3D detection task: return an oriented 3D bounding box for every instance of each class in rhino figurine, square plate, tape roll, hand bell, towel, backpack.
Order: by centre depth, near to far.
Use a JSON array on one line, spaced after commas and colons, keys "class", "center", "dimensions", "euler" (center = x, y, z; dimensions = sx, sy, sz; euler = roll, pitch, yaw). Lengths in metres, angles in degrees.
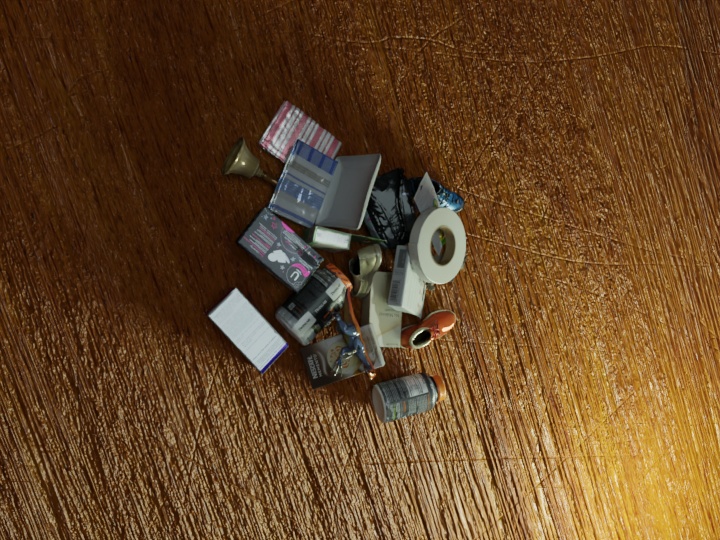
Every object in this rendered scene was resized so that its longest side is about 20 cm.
[{"class": "hand bell", "center": [-0.251, -0.247, 1.508], "dimensions": [0.198, 0.103, 0.106], "euler": [30, 80, -29]}, {"class": "square plate", "center": [-0.030, -0.205, 1.519], "dimensions": [0.028, 0.196, 0.205], "euler": [22, 82, -38]}, {"class": "towel", "center": [-0.149, -0.225, 1.529], "dimensions": [0.145, 0.024, 0.204], "euler": [23, 89, -35]}, {"class": "tape roll", "center": [0.209, -0.067, 1.549], "dimensions": [0.199, 0.037, 0.209], "euler": [-6, 98, -42]}, {"class": "towel", "center": [-0.160, -0.340, 1.558], "dimensions": [0.198, 0.030, 0.149], "euler": [34, 79, -18]}, {"class": "backpack", "center": [0.076, -0.159, 1.584], "dimensions": [0.164, 0.127, 0.204], "euler": [-24, 98, -5]}, {"class": "rhino figurine", "center": [0.249, -0.015, 1.656], "dimensions": [0.197, 0.059, 0.090], "euler": [-20, 115, -40]}]

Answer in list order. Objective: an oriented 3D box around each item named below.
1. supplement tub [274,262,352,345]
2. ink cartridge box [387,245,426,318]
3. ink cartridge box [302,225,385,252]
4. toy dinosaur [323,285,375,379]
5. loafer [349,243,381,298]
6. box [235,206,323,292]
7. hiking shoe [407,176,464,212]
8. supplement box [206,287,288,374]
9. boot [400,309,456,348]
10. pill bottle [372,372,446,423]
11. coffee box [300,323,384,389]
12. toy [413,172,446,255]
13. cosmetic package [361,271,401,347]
[{"class": "supplement tub", "center": [-0.119, 0.085, 1.515], "dimensions": [0.123, 0.122, 0.200], "euler": [46, 77, -12]}, {"class": "ink cartridge box", "center": [0.135, 0.036, 1.591], "dimensions": [0.046, 0.200, 0.165], "euler": [5, 78, 22]}, {"class": "ink cartridge box", "center": [-0.047, -0.073, 1.529], "dimensions": [0.195, 0.145, 0.049], "euler": [13, 85, -18]}, {"class": "toy dinosaur", "center": [-0.010, 0.174, 1.436], "dimensions": [0.180, 0.105, 0.202], "euler": [38, 79, -10]}, {"class": "loafer", "center": [0.000, 0.000, 1.531], "dimensions": [0.066, 0.202, 0.077], "euler": [2, 50, -17]}, {"class": "box", "center": [-0.212, -0.051, 1.480], "dimensions": [0.199, 0.132, 0.115], "euler": [42, 81, -13]}, {"class": "hiking shoe", "center": [0.219, -0.212, 1.652], "dimensions": [0.195, 0.086, 0.076], "euler": [16, 84, -18]}, {"class": "supplement box", "center": [-0.290, 0.150, 1.467], "dimensions": [0.103, 0.101, 0.201], "euler": [-45, 103, -14]}, {"class": "boot", "center": [0.202, 0.170, 1.633], "dimensions": [0.196, 0.107, 0.077], "euler": [-24, 95, -19]}, {"class": "pill bottle", "center": [0.138, 0.349, 1.607], "dimensions": [0.195, 0.106, 0.109], "euler": [-10, 92, -18]}, {"class": "coffee box", "center": [-0.046, 0.225, 1.517], "dimensions": [0.195, 0.080, 0.117], "euler": [-20, 85, 5]}, {"class": "toy", "center": [0.185, -0.152, 1.595], "dimensions": [0.202, 0.046, 0.116], "euler": [59, 41, -32]}, {"class": "cosmetic package", "center": [0.059, 0.107, 1.602], "dimensions": [0.101, 0.073, 0.206], "euler": [2, 88, -19]}]
